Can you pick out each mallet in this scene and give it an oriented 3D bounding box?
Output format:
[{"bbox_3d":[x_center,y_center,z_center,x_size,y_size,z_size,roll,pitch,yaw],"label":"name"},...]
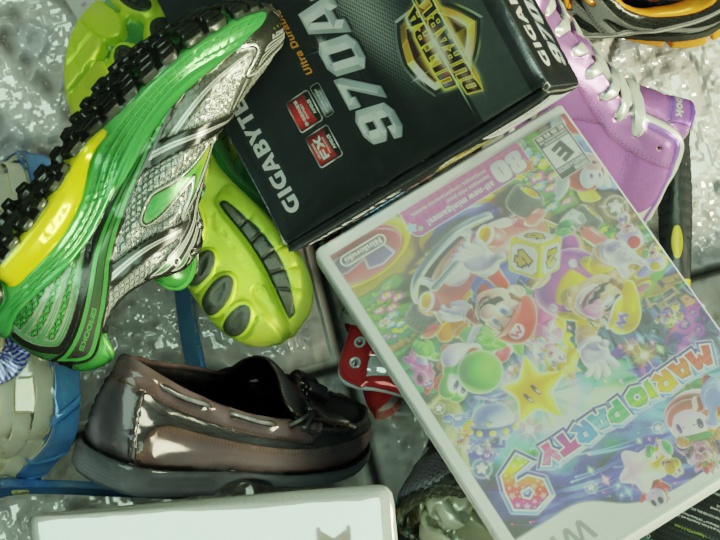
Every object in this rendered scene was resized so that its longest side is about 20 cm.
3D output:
[{"bbox_3d":[0.156,0.013,1.219,0.066,0.041,0.200,-7,79,0],"label":"mallet"}]

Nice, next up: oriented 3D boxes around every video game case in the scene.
[{"bbox_3d":[0.089,0.036,1.098,0.143,0.018,0.200,-31,71,-6],"label":"video game case"}]

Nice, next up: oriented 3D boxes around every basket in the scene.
[{"bbox_3d":[-0.168,0.032,1.149,0.200,0.139,0.177,-1,71,-36],"label":"basket"}]

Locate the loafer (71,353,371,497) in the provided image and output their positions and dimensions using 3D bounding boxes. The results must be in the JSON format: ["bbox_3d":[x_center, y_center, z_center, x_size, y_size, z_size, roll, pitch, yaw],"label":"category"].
[{"bbox_3d":[-0.055,0.069,1.125,0.072,0.200,0.063,22,104,34],"label":"loafer"}]

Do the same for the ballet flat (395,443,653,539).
[{"bbox_3d":[0.098,0.150,1.099,0.200,0.072,0.072,28,83,26],"label":"ballet flat"}]

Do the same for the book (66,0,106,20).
[{"bbox_3d":[-0.063,-0.182,1.175,0.200,0.048,0.134,-29,91,25],"label":"book"}]

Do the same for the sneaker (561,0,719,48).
[{"bbox_3d":[0.106,-0.154,1.210,0.200,0.077,0.078,-4,86,-2],"label":"sneaker"}]

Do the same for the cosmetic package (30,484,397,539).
[{"bbox_3d":[-0.065,0.190,1.103,0.165,0.200,0.165,-4,84,-3],"label":"cosmetic package"}]

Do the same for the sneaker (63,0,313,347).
[{"bbox_3d":[-0.090,-0.048,1.164,0.074,0.084,0.200,-26,82,-4],"label":"sneaker"}]

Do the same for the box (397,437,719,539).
[{"bbox_3d":[0.130,0.108,1.159,0.200,0.044,0.160,19,86,24],"label":"box"}]

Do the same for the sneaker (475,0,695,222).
[{"bbox_3d":[0.110,-0.103,1.168,0.114,0.073,0.201,-7,128,4],"label":"sneaker"}]

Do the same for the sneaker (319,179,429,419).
[{"bbox_3d":[0.000,0.000,1.174,0.200,0.071,0.113,35,89,24],"label":"sneaker"}]

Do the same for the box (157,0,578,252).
[{"bbox_3d":[-0.011,-0.134,1.106,0.159,0.046,0.200,-30,84,25],"label":"box"}]

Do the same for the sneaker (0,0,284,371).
[{"bbox_3d":[-0.100,-0.043,1.076,0.085,0.078,0.200,40,83,-21],"label":"sneaker"}]
